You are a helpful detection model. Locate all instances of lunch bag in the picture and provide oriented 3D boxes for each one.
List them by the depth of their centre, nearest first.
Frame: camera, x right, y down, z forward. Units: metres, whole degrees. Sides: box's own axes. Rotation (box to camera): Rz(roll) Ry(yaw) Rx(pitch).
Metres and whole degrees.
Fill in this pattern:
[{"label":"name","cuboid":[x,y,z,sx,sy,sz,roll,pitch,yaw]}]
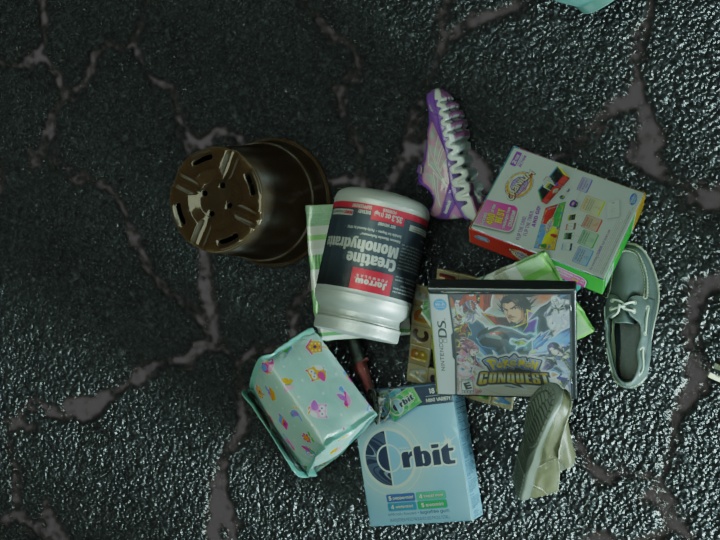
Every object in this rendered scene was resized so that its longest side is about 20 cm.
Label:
[{"label":"lunch bag","cuboid":[-0.085,0.206,1.769,0.171,0.122,0.200,54,151,12]}]

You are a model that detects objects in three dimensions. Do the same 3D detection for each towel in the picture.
[{"label":"towel","cuboid":[0.201,0.065,1.647,0.199,0.031,0.150,-26,113,26]},{"label":"towel","cuboid":[0.000,0.000,1.764,0.151,0.023,0.202,-4,90,-12]}]

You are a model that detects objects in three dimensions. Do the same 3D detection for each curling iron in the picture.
[{"label":"curling iron","cuboid":[0.005,0.137,1.769,0.050,0.025,0.201,-60,39,45]}]

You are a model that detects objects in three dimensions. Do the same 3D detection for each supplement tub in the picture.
[{"label":"supplement tub","cuboid":[0.014,-0.007,1.685,0.139,0.140,0.202,10,85,20]}]

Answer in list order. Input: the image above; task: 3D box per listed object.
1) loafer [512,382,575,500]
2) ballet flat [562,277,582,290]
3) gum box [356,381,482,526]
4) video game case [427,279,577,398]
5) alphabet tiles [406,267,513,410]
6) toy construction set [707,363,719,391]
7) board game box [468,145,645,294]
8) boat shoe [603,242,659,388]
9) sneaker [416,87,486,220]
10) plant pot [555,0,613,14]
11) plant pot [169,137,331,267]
[{"label":"loafer","cuboid":[0.265,0.237,1.663,0.069,0.075,0.201,3,128,-9]},{"label":"ballet flat","cuboid":[0.229,0.028,1.698,0.199,0.067,0.064,-26,50,29]},{"label":"gum box","cuboid":[0.081,0.270,1.759,0.169,0.044,0.202,-9,88,28]},{"label":"video game case","cuboid":[0.196,0.095,1.634,0.198,0.026,0.182,1,121,12]},{"label":"alphabet tiles","cuboid":[0.149,0.096,1.713,0.166,0.008,0.201,14,121,20]},{"label":"toy construction set","cuboid":[0.545,0.091,1.560,0.130,0.092,0.201,22,109,-6]},{"label":"board game box","cuboid":[0.271,-0.073,1.646,0.199,0.040,0.154,23,66,19]},{"label":"boat shoe","cuboid":[0.370,0.063,1.641,0.072,0.062,0.202,2,92,21]},{"label":"sneaker","cuboid":[0.117,-0.161,1.726,0.088,0.080,0.202,-14,88,28]},{"label":"plant pot","cuboid":[0.306,-0.431,1.596,0.200,0.201,0.134,-37,106,18]},{"label":"plant pot","cuboid":[-0.171,-0.101,1.770,0.199,0.198,0.202,1,93,21]}]
